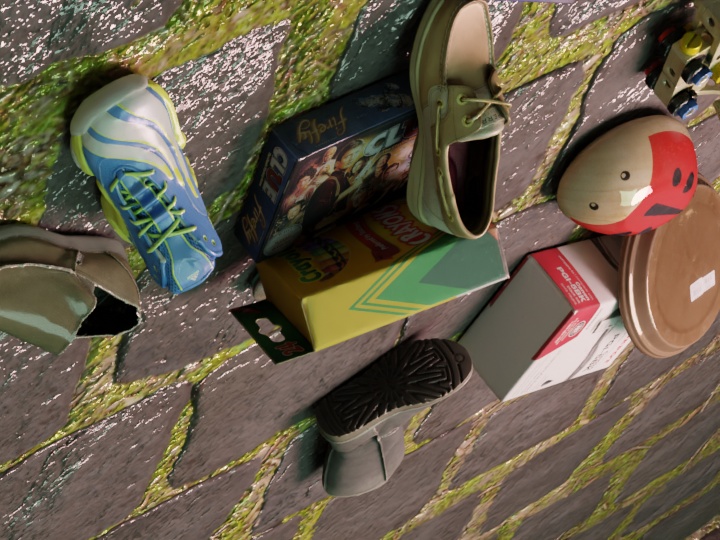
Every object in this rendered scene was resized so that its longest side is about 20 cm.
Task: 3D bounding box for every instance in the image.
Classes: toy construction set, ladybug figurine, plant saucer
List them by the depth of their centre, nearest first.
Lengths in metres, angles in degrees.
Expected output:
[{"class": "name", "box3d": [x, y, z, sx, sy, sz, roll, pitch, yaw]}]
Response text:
[{"class": "toy construction set", "box3d": [0.327, -0.198, 1.949, 0.131, 0.092, 0.200, -32, 148, -16]}, {"class": "ladybug figurine", "box3d": [0.265, -0.084, 2.097, 0.136, 0.072, 0.200, -49, 158, 25]}, {"class": "plant saucer", "box3d": [0.331, -0.007, 2.266, 0.200, 0.029, 0.201, -15, 109, -49]}]

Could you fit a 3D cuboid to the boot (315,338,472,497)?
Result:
[{"class": "boot", "box3d": [0.034, 0.156, 2.223, 0.181, 0.073, 0.200, -22, 152, -3]}]

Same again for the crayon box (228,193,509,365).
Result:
[{"class": "crayon box", "box3d": [0.000, 0.000, 1.720, 0.199, 0.127, 0.051, -21, 115, -14]}]

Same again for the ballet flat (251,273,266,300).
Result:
[{"class": "ballet flat", "box3d": [0.005, -0.009, 1.824, 0.199, 0.067, 0.068, -28, 159, -24]}]

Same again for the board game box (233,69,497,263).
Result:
[{"class": "board game box", "box3d": [0.004, -0.091, 1.693, 0.199, 0.035, 0.136, -26, 156, -31]}]

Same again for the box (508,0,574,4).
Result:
[{"class": "box", "box3d": [0.151, -0.250, 1.608, 0.200, 0.032, 0.121, -10, 145, -55]}]

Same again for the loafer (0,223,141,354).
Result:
[{"class": "loafer", "box3d": [-0.215, 0.016, 1.499, 0.075, 0.070, 0.200, -48, 158, 26]}]

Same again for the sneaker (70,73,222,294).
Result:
[{"class": "sneaker", "box3d": [-0.130, -0.050, 1.450, 0.076, 0.105, 0.200, -35, 160, -8]}]

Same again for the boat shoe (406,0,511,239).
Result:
[{"class": "boat shoe", "box3d": [0.080, -0.116, 1.633, 0.074, 0.066, 0.201, -23, 129, -33]}]

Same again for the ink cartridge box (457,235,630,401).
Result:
[{"class": "ink cartridge box", "box3d": [0.219, 0.044, 2.278, 0.199, 0.083, 0.147, -13, 148, -48]}]
